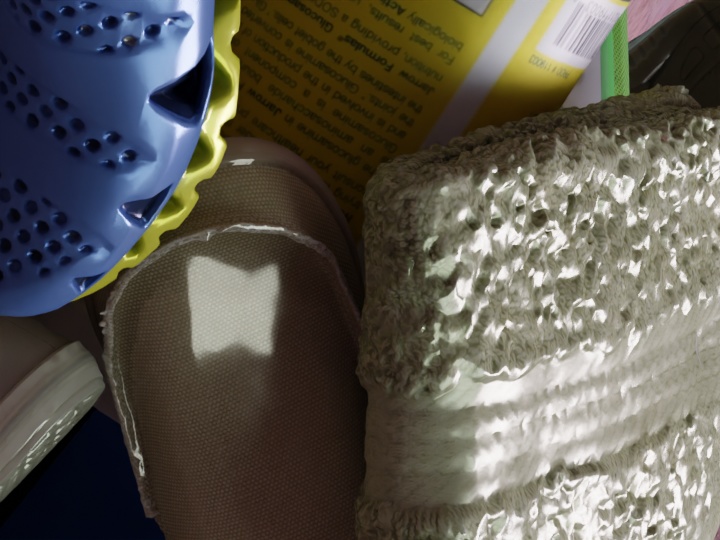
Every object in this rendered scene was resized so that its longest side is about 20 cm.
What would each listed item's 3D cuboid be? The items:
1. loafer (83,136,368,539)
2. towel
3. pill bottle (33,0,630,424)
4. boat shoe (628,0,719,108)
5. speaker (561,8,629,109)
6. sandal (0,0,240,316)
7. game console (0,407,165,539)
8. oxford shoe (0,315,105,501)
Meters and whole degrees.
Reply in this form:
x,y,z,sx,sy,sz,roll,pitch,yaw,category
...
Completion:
x,y,z,sx,sy,sz,roll,pitch,yaw,category
-0.022,0.050,0.736,0.075,0.068,0.200,-19,134,-5,loafer
0.059,0.027,0.764,0.200,0.036,0.149,-12,106,-57,towel
-0.010,-0.046,0.795,0.200,0.112,0.112,-57,168,11,pill bottle
0.126,-0.063,1.055,0.199,0.072,0.065,-25,-177,9,boat shoe
0.048,-0.041,0.899,0.089,0.088,0.201,109,-13,-54,speaker
-0.058,-0.080,0.619,0.087,0.079,0.201,-19,134,-65,sandal
-0.090,0.116,0.910,0.200,0.118,0.171,-51,167,-19,game console
-0.145,0.070,0.731,0.200,0.058,0.075,-45,180,28,oxford shoe
